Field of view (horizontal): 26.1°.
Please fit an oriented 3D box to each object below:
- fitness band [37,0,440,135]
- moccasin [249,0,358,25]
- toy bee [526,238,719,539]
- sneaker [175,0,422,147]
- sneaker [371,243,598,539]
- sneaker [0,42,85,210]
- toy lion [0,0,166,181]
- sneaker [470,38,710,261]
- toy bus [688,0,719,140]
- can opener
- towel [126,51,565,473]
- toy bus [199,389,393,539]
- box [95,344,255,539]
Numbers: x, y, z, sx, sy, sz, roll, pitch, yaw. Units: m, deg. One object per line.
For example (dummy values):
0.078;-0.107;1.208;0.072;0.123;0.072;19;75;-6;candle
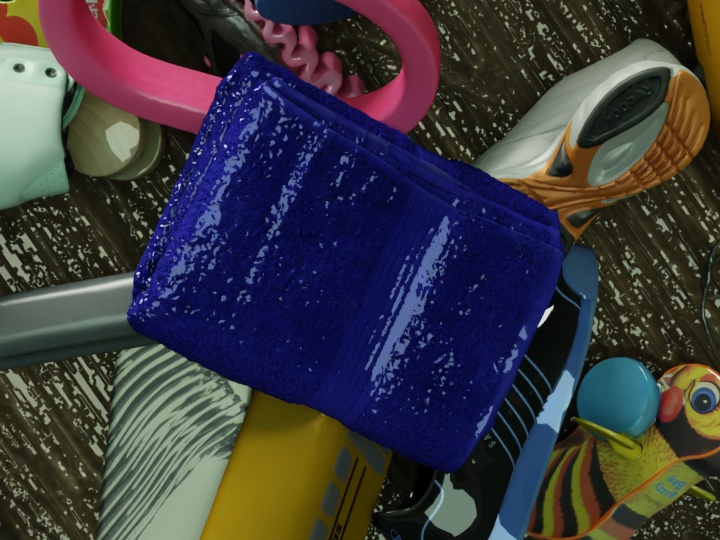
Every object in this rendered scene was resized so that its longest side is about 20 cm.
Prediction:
-0.057;-0.116;0.751;0.198;0.144;0.038;15;53;-9;fitness band
0.006;-0.182;0.828;0.199;0.080;0.069;-22;79;-44;moccasin
0.168;0.089;0.845;0.130;0.109;0.201;6;119;-39;toy bee
-0.052;-0.091;0.853;0.095;0.079;0.200;-40;102;15;sneaker
0.070;0.065;0.848;0.077;0.070;0.202;23;70;-8;sneaker
-0.205;-0.118;0.807;0.117;0.074;0.202;-10;74;-12;sneaker
-0.206;-0.124;0.859;0.189;0.069;0.202;2;92;5;toy lion
0.101;-0.053;0.854;0.199;0.092;0.076;-32;110;18;sneaker
0.215;-0.129;0.819;0.078;0.065;0.201;-17;122;1;toy bus
-0.106;0.029;0.796;0.198;0.053;0.067;-5;72;2;can opener
0.000;0.000;0.756;0.199;0.049;0.149;26;83;-23;towel
-0.033;0.121;0.825;0.064;0.078;0.202;6;63;28;toy bus
-0.100;0.105;0.864;0.081;0.068;0.202;5;92;-1;box
